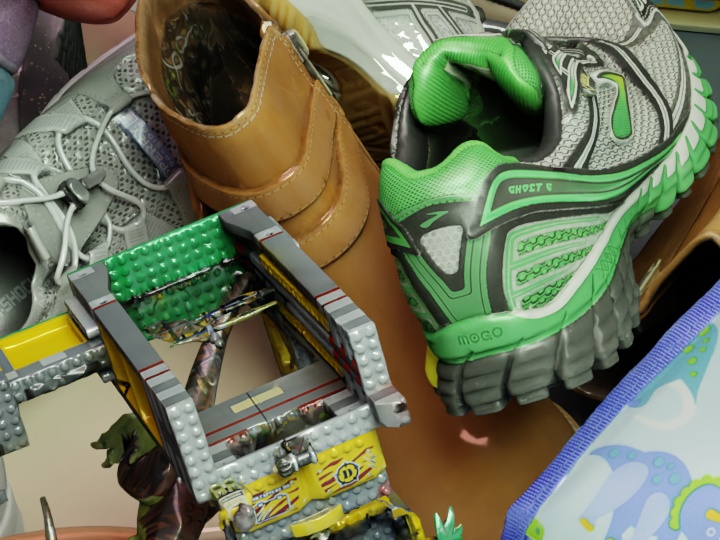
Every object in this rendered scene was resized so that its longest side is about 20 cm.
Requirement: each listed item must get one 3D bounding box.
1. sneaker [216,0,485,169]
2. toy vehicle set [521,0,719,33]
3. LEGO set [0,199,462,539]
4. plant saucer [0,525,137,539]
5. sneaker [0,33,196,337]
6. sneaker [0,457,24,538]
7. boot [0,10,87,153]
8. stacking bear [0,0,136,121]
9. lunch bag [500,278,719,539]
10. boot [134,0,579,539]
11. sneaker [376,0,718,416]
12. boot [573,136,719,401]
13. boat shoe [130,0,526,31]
[{"bbox_3d":[0.018,-0.086,0.885,0.076,0.200,0.088,-5,51,57],"label":"sneaker"},{"bbox_3d":[0.048,-0.135,0.980,0.199,0.124,0.027,8,72,18],"label":"toy vehicle set"},{"bbox_3d":[-0.060,0.077,0.694,0.199,0.154,0.116,-15,25,-16],"label":"LEGO set"},{"bbox_3d":[-0.091,0.160,0.750,0.199,0.038,0.201,-5,43,5],"label":"plant saucer"},{"bbox_3d":[-0.099,-0.011,0.876,0.075,0.082,0.200,44,77,-5],"label":"sneaker"},{"bbox_3d":[-0.204,0.093,0.805,0.200,0.089,0.075,-29,47,-20],"label":"sneaker"},{"bbox_3d":[-0.170,-0.071,0.990,0.131,0.070,0.200,-9,41,-2],"label":"boot"},{"bbox_3d":[-0.173,-0.039,0.812,0.114,0.121,0.200,30,87,6],"label":"stacking bear"},{"bbox_3d":[0.164,0.071,0.734,0.170,0.128,0.200,30,45,35],"label":"lunch bag"},{"bbox_3d":[0.000,0.000,0.811,0.077,0.155,0.200,-29,44,-1],"label":"boot"},{"bbox_3d":[0.056,-0.045,0.778,0.078,0.085,0.200,-13,26,20],"label":"sneaker"},{"bbox_3d":[0.149,-0.064,0.827,0.068,0.188,0.200,47,50,0],"label":"boot"},{"bbox_3d":[-0.022,-0.106,0.967,0.200,0.060,0.074,28,27,16],"label":"boat shoe"}]
